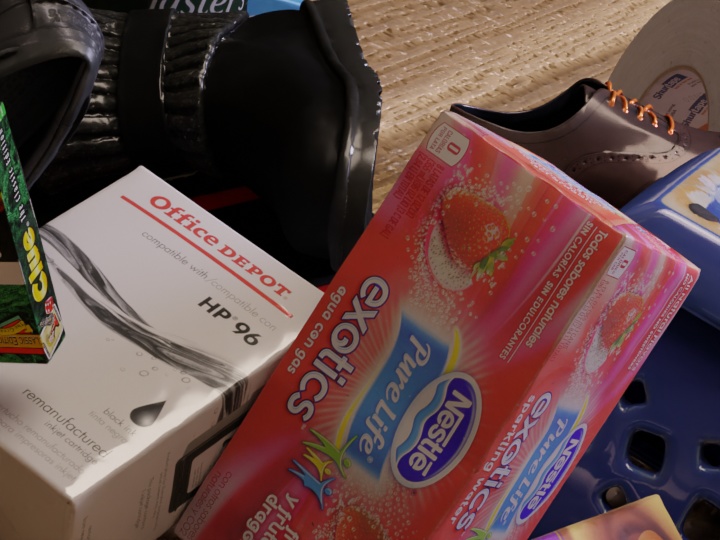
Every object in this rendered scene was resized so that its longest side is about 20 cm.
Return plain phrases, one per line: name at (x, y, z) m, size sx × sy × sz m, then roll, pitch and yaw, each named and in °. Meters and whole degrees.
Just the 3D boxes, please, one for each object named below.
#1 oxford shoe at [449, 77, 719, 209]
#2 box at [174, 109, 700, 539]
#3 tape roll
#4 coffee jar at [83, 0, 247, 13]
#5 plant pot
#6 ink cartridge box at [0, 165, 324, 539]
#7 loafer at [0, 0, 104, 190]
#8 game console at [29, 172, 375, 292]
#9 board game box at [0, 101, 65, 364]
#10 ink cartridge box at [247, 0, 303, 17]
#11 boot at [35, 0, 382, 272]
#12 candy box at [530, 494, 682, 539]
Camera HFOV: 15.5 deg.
oxford shoe at (0.139, -0.060, 1.347) m, size 0.199 × 0.073 × 0.071 m, roll -5°, pitch 17°, yaw -6°
box at (0.032, 0.052, 1.047) m, size 0.095 × 0.200 × 0.103 m, roll 36°, pitch 7°, yaw 24°
tape roll at (0.194, -0.056, 1.494) m, size 0.066 × 0.201 × 0.200 m, roll 17°, pitch 23°, yaw -22°
coffee jar at (-0.102, -0.132, 1.322) m, size 0.104 × 0.201 × 0.085 m, roll -5°, pitch 27°, yaw -29°
plant pot at (0.174, 0.060, 1.236) m, size 0.200 × 0.180 × 0.200 m, roll 31°, pitch 23°, yaw 13°
ink cartridge box at (-0.090, 0.033, 1.062) m, size 0.116 × 0.068 × 0.200 m, roll 34°, pitch 45°, yaw 22°
loafer at (-0.173, -0.028, 1.019) m, size 0.068 × 0.201 × 0.070 m, roll 37°, pitch 12°, yaw -30°
game console at (-0.094, -0.010, 1.212) m, size 0.199 × 0.031 × 0.177 m, roll -14°, pitch 33°, yaw -23°
board game box at (-0.213, -0.013, 0.967) m, size 0.199 × 0.105 × 0.024 m, roll 0°, pitch 40°, yaw 15°
ink cartridge box at (-0.144, -0.128, 1.403) m, size 0.199 × 0.115 × 0.068 m, roll 15°, pitch 22°, yaw -27°
boot at (-0.074, -0.061, 1.190) m, size 0.157 × 0.080 × 0.211 m, roll -1°, pitch 25°, yaw -7°
candy box at (0.078, 0.163, 1.006) m, size 0.200 × 0.056 × 0.117 m, roll -11°, pitch 68°, yaw -55°
